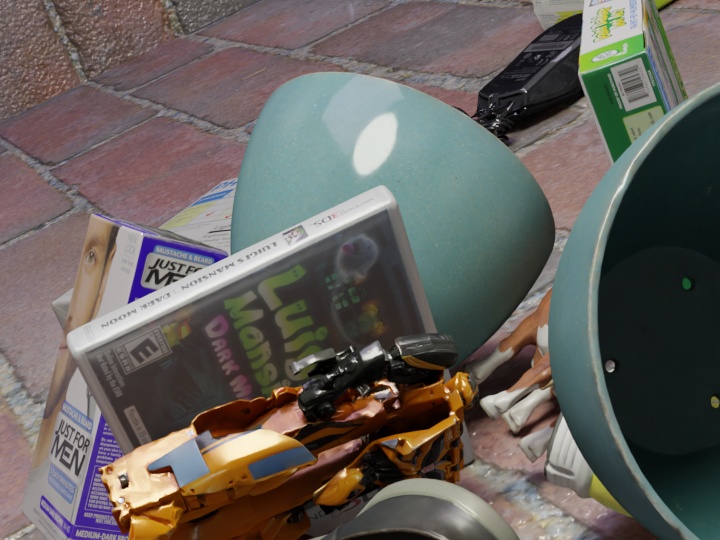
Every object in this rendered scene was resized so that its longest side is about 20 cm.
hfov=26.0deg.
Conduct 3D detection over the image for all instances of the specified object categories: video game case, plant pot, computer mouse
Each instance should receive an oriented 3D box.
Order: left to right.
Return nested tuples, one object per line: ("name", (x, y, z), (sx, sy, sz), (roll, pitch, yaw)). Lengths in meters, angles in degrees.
("video game case", (-0.040, 0.071, 0.843), (0.181, 0.201, 0.023), (-26, 39, -8))
("plant pot", (0.000, 0.000, 0.933), (0.199, 0.200, 0.135), (-3, 50, 46))
("computer mouse", (0.166, -0.175, 1.513), (0.200, 0.053, 0.138), (-41, 22, -16))
("plant pot", (0.159, 0.029, 0.648), (0.199, 0.201, 0.135), (-29, 2, -18))

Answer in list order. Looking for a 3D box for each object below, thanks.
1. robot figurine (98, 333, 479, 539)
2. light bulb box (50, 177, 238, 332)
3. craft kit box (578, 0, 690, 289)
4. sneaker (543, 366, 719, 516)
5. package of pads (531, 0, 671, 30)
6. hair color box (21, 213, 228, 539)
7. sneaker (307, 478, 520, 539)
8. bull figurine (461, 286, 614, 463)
("robot figurine", (-0.027, 0.102, 0.803), (0.198, 0.145, 0.059), (-20, 58, -8))
("light bulb box", (-0.076, 0.020, 1.129), (0.197, 0.126, 0.200), (-6, 24, 42))
("craft kit box", (0.184, -0.063, 0.935), (0.048, 0.201, 0.198), (-17, 19, 19))
("sneaker", (0.184, 0.075, 0.781), (0.199, 0.079, 0.090), (-29, 45, -35))
("package of pads", (0.305, -0.336, 1.751), (0.199, 0.069, 0.154), (-32, 21, -26))
("hair color box", (-0.149, 0.073, 0.970), (0.064, 0.202, 0.109), (14, 1, -27))
("sneaker", (-0.009, 0.168, 0.707), (0.200, 0.075, 0.106), (-36, 9, 49))
("bull figurine", (0.124, 0.043, 0.892), (0.121, 0.065, 0.200), (-40, 0, 3))
